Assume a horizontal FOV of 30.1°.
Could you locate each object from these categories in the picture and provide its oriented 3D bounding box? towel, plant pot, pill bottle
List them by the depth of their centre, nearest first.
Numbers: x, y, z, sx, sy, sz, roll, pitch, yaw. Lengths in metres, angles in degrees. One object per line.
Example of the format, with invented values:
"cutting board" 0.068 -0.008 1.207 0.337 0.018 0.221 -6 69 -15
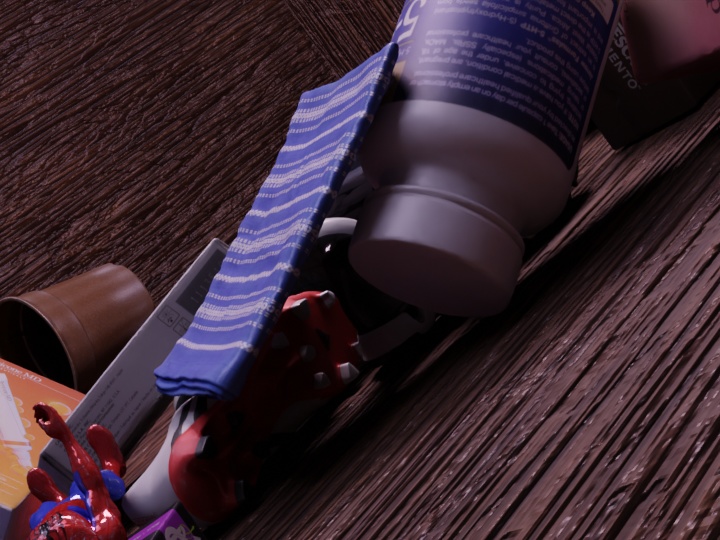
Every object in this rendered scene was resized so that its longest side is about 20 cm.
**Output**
"towel" -0.048 -0.022 0.720 0.202 0.024 0.145 -65 16 -12
"pill bottle" 0.065 -0.085 0.727 0.119 0.119 0.202 -24 43 61
"plant pot" -0.434 0.096 2.089 0.198 0.202 0.200 -31 1 -42

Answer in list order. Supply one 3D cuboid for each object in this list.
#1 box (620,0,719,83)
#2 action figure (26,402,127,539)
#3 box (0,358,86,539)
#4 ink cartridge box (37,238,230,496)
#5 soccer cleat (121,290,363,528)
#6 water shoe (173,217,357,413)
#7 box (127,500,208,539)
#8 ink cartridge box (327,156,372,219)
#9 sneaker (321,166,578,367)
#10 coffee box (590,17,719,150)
"box" 0.213 -0.179 0.682 0.108 0.129 0.200 -12 2 -11
"action figure" -0.159 0.102 0.657 0.065 0.099 0.200 -37 13 -5
"box" -0.291 0.157 1.027 0.200 0.123 0.098 -60 -9 -72
"ink cartridge box" -0.162 0.088 0.985 0.201 0.043 0.174 -54 2 -25
"soccer cleat" -0.065 0.077 0.773 0.085 0.069 0.200 -26 17 37
"water shoe" -0.060 0.026 0.892 0.200 0.071 0.079 -47 19 25
"box" -0.152 0.191 0.585 0.142 0.036 0.200 -35 6 19
"ink cartridge box" 0.031 -0.083 1.035 0.199 0.044 0.198 -32 -10 -12
"sneaker" 0.053 -0.035 0.808 0.200 0.091 0.066 -40 8 -26
"coffee box" 0.213 -0.186 0.917 0.200 0.113 0.080 -43 9 -38
